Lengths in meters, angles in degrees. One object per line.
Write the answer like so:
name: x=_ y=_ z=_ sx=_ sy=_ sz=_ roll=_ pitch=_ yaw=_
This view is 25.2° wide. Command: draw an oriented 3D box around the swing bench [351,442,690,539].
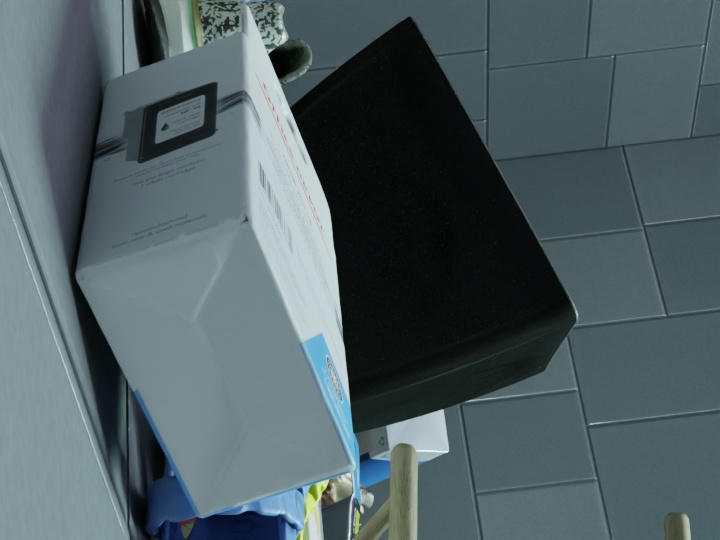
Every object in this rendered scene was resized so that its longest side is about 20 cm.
swing bench: x=0.085 y=0.222 z=0.833 sx=0.130 sy=0.197 sz=0.201 roll=-53 pitch=-149 yaw=34

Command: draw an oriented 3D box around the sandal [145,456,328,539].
sandal: x=-0.054 y=0.081 z=0.696 sx=0.201 sy=0.078 sz=0.088 roll=-100 pitch=180 yaw=-58

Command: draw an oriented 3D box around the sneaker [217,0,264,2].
sneaker: x=-0.094 y=-0.231 z=1.090 sx=0.200 sy=0.075 sz=0.082 roll=-104 pitch=-174 yaw=-70

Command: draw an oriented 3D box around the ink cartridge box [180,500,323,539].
ink cartridge box: x=-0.052 y=0.133 z=0.801 sx=0.118 sy=0.066 sz=0.202 roll=84 pitch=-1 yaw=-51

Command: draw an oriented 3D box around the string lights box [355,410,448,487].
string lights box: x=-0.017 y=0.116 z=1.259 sx=0.199 sy=0.058 sz=0.104 roll=-32 pitch=-121 yaw=51

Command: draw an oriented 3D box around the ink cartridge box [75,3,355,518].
ink cartridge box: x=-0.055 y=-0.013 z=0.648 sx=0.201 sy=0.066 sz=0.117 roll=-98 pitch=167 yaw=-60

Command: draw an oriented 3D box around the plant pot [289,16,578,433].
plant pot: x=0.000 y=0.000 z=0.992 sx=0.201 sy=0.176 sz=0.200 roll=62 pitch=-5 yaw=11

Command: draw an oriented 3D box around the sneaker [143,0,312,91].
sneaker: x=-0.070 y=-0.104 z=0.923 sx=0.200 sy=0.087 sz=0.078 roll=90 pitch=-7 yaw=-79

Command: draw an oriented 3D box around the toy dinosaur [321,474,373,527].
toy dinosaur: x=-0.055 y=0.082 z=1.170 sx=0.136 sy=0.085 sz=0.201 roll=-52 pitch=-125 yaw=25

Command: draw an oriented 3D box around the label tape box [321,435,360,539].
label tape box: x=-0.035 y=0.208 z=1.035 sx=0.143 sy=0.065 sz=0.203 roll=85 pitch=7 yaw=-79
